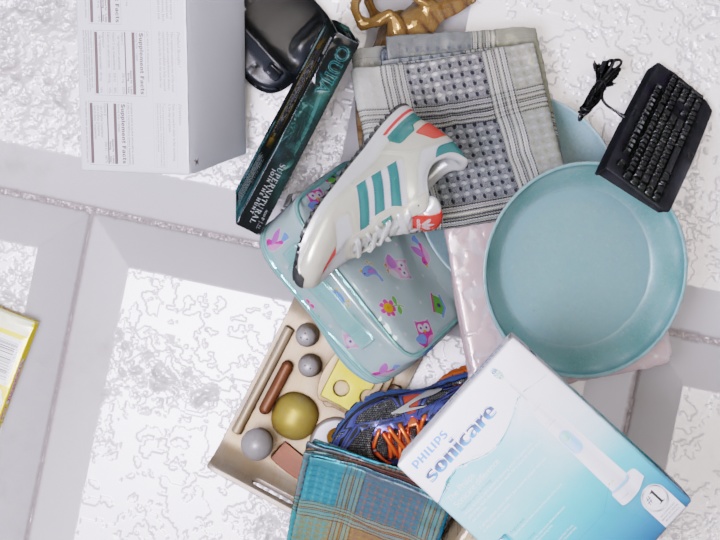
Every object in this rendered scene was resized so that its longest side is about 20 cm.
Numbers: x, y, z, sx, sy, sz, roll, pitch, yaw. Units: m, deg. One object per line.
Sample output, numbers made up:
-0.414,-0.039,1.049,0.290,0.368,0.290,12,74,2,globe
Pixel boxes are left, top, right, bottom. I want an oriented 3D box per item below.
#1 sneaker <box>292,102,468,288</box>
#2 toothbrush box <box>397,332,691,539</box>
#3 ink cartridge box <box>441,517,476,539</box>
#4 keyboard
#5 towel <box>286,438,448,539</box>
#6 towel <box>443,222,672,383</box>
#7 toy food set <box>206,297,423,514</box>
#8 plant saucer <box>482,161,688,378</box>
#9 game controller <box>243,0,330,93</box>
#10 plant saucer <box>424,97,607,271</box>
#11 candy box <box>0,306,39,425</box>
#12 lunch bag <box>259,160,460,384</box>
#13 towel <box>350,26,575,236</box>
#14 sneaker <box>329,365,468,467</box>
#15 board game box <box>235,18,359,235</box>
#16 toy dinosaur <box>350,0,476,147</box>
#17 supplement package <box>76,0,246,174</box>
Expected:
0.021,-0.053,1.338,0.093,0.070,0.200,32,68,8,sneaker
0.152,0.172,1.265,0.200,0.085,0.146,41,93,2,toothbrush box
0.144,0.215,1.409,0.075,0.200,0.165,30,93,3,ink cartridge box
0.261,-0.141,1.416,0.127,0.200,0.021,32,133,1,keyboard
0.001,0.257,1.450,0.146,0.022,0.200,17,128,5,towel
0.185,0.014,1.439,0.199,0.032,0.192,-11,87,-8,towel
-0.045,0.139,1.487,0.143,0.060,0.200,28,93,2,toy food set
0.204,-0.002,1.396,0.199,0.036,0.201,-1,97,-13,plant saucer
-0.120,-0.274,1.499,0.104,0.042,0.200,-42,89,-11,game controller
0.152,-0.072,1.475,0.200,0.039,0.202,0,88,-6,plant saucer
-0.406,0.127,1.522,0.102,0.026,0.201,21,92,5,candy box
0.000,0.000,1.432,0.200,0.160,0.077,51,131,-1,lunch bag
0.095,-0.138,1.425,0.192,0.035,0.201,-8,71,-8,towel
0.061,0.147,1.445,0.200,0.078,0.076,-24,108,-13,sneaker
-0.063,-0.141,1.430,0.028,0.135,0.200,27,102,-11,board game box
0.032,-0.228,1.476,0.200,0.060,0.106,-44,90,3,toy dinosaur
-0.183,-0.200,1.416,0.110,0.156,0.201,4,102,15,supplement package
